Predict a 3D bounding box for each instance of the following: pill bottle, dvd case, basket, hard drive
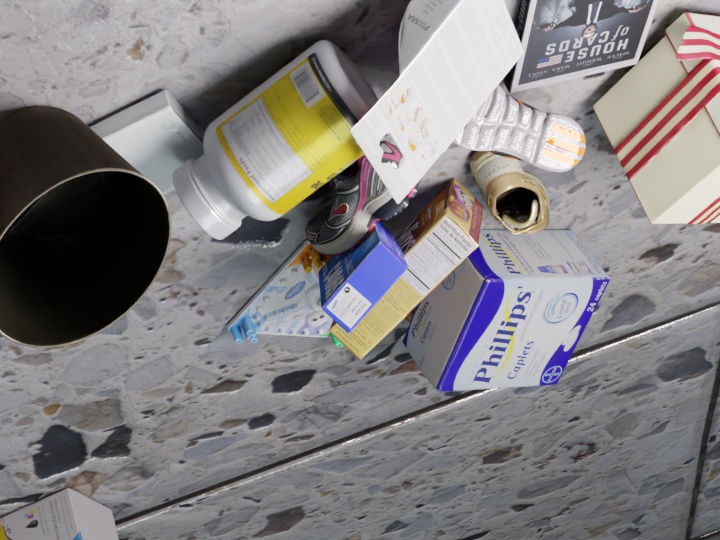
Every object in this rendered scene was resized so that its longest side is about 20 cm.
[{"bbox_3d":[-0.079,-0.119,1.425,0.199,0.113,0.112,-35,150,13],"label":"pill bottle"},{"bbox_3d":[0.227,-0.259,1.494,0.148,0.025,0.201,-14,151,-11],"label":"dvd case"},{"bbox_3d":[-0.265,-0.056,1.313,0.180,0.200,0.136,-44,125,6],"label":"basket"},{"bbox_3d":[-0.248,-0.096,1.470,0.198,0.027,0.132,-24,152,9],"label":"hard drive"}]

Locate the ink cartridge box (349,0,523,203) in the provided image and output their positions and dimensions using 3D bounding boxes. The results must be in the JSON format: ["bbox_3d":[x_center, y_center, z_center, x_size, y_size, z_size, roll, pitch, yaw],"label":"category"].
[{"bbox_3d":[0.064,-0.181,1.410,0.200,0.050,0.162,-48,152,-5],"label":"ink cartridge box"}]

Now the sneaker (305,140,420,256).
[{"bbox_3d":[-0.006,-0.085,1.614,0.074,0.081,0.200,34,143,-14],"label":"sneaker"}]

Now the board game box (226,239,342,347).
[{"bbox_3d":[-0.035,0.034,1.846,0.198,0.026,0.200,5,143,-39],"label":"board game box"}]

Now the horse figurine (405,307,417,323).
[{"bbox_3d":[0.127,0.069,1.994,0.131,0.050,0.201,-27,150,-4],"label":"horse figurine"}]

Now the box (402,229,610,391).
[{"bbox_3d":[0.182,0.050,1.884,0.198,0.105,0.186,-1,129,-31],"label":"box"}]

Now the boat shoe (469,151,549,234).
[{"bbox_3d":[0.180,-0.078,1.742,0.073,0.067,0.200,-27,152,14],"label":"boat shoe"}]

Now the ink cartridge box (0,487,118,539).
[{"bbox_3d":[-0.458,0.432,2.151,0.198,0.148,0.146,-24,153,8],"label":"ink cartridge box"}]

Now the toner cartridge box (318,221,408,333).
[{"bbox_3d":[0.000,0.000,1.637,0.095,0.043,0.200,-47,-171,5],"label":"toner cartridge box"}]

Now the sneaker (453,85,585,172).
[{"bbox_3d":[0.129,-0.154,1.559,0.198,0.078,0.112,25,180,-16],"label":"sneaker"}]

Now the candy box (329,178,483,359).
[{"bbox_3d":[0.054,-0.003,1.707,0.056,0.117,0.200,42,112,-10],"label":"candy box"}]

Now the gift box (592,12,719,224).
[{"bbox_3d":[0.380,-0.159,1.595,0.198,0.186,0.187,-8,153,-43],"label":"gift box"}]
